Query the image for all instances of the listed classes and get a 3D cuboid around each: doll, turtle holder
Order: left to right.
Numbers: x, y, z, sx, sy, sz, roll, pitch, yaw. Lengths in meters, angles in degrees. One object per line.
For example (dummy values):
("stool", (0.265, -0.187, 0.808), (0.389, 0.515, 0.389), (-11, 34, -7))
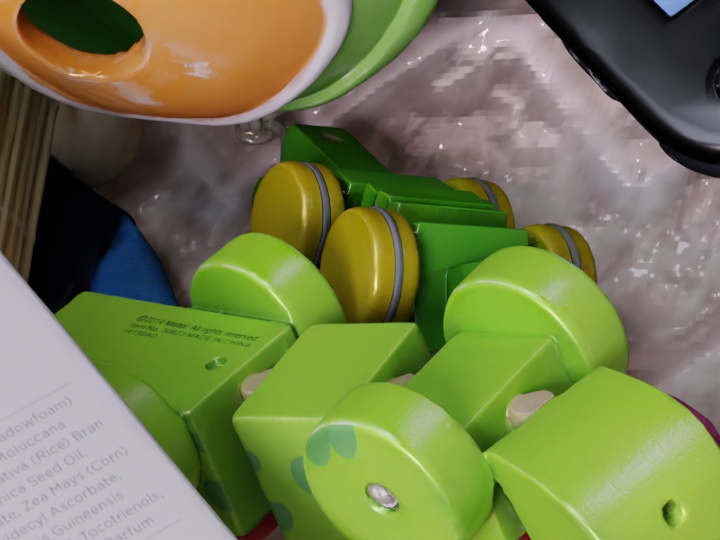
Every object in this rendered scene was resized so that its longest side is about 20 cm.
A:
("doll", (-0.113, 0.024, 0.770), (0.136, 0.049, 0.201), (18, 67, 19))
("turtle holder", (-0.052, -0.127, 0.708), (0.141, 0.131, 0.187), (7, 104, 45))

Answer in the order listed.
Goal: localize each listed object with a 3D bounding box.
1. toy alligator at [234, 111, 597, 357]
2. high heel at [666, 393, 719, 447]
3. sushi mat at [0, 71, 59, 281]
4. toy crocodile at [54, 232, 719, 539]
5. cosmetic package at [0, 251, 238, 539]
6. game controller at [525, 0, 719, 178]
("toy alligator", (0.000, 0.000, 0.722), (0.200, 0.059, 0.055), (34, 116, 59))
("high heel", (0.015, 0.112, 0.635), (0.201, 0.067, 0.096), (-57, 30, -3))
("sushi mat", (-0.104, -0.099, 0.767), (0.012, 0.096, 0.201), (-16, 54, 36))
("toy crocodile", (-0.006, 0.036, 0.628), (0.199, 0.062, 0.067), (4, 36, 41))
("cosmetic package", (-0.094, 0.052, 0.612), (0.071, 0.102, 0.200), (-30, 65, -27))
("game controller", (0.072, -0.110, 0.741), (0.104, 0.042, 0.200), (-42, 57, 3))
